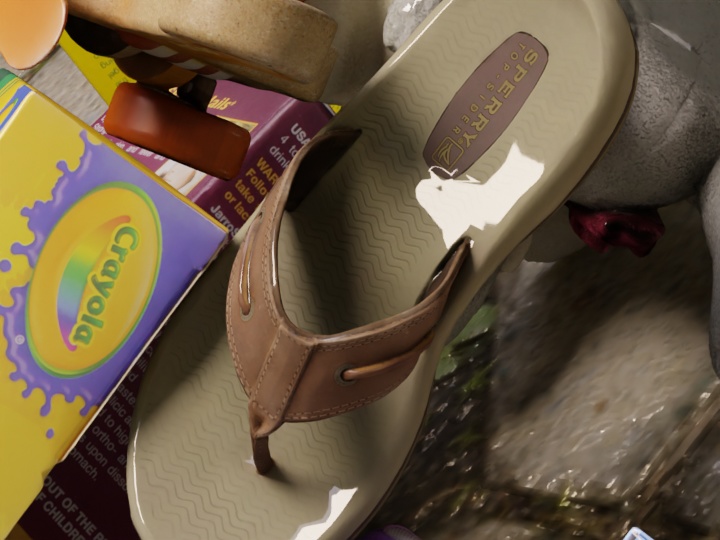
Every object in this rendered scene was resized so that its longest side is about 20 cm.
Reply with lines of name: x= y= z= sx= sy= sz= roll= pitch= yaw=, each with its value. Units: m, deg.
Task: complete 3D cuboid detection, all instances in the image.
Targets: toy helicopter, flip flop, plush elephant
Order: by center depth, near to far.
flip flop: x=0.000 y=0.000 z=0.727 sx=0.200 sy=0.081 sz=0.058 roll=-52 pitch=-16 yaw=9
toy helicopter: x=-0.063 y=-0.080 z=0.784 sx=0.079 sy=0.132 sz=0.200 roll=-68 pitch=20 yaw=-1
plush elephant: x=0.056 y=-0.042 z=0.877 sx=0.155 sy=0.165 sz=0.200 roll=-38 pitch=29 yaw=44

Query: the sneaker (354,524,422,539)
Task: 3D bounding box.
sneaker: x=0.003 y=0.145 z=0.714 sx=0.080 sy=0.089 sz=0.200 roll=-23 pitch=31 yaw=25

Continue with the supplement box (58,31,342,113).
supplement box: x=-0.080 y=-0.139 z=1.147 sx=0.109 sy=0.200 sz=0.109 roll=-32 pitch=27 yaw=11

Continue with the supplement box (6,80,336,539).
supplement box: x=-0.086 y=0.028 z=0.995 sx=0.200 sy=0.103 sz=0.131 roll=-45 pitch=25 yaw=-14

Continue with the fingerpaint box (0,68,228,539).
fingerpaint box: x=-0.135 y=0.040 z=0.810 sx=0.200 sy=0.073 sz=0.167 roll=-54 pitch=13 yaw=0

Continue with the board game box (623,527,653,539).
board game box: x=0.047 y=0.173 z=0.608 sx=0.200 sy=0.037 sz=0.151 roll=-44 pitch=51 yaw=-10
